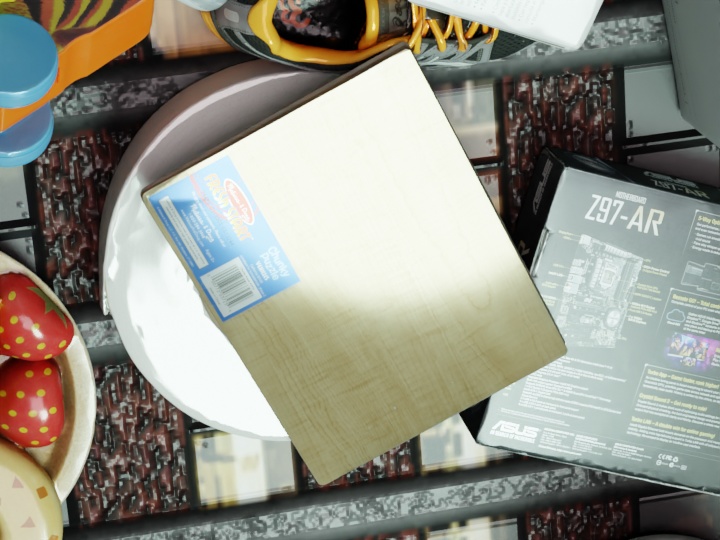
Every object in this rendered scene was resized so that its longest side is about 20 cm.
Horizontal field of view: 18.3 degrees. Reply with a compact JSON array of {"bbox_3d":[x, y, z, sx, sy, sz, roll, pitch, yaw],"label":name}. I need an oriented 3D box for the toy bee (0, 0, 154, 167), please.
[{"bbox_3d":[-0.191,-0.101,1.047,0.108,0.200,0.131,35,128,10],"label":"toy bee"}]

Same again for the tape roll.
[{"bbox_3d":[-0.036,-0.010,1.158,0.201,0.037,0.205,-4,110,-10],"label":"tape roll"}]

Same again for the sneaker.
[{"bbox_3d":[0.022,-0.130,1.109,0.198,0.077,0.079,-8,108,-11],"label":"sneaker"}]

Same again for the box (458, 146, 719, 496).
[{"bbox_3d":[0.170,0.034,1.213,0.198,0.044,0.162,12,105,-15],"label":"box"}]

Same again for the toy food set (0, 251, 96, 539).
[{"bbox_3d":[-0.234,0.076,1.139,0.196,0.049,0.201,16,105,-16],"label":"toy food set"}]

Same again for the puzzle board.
[{"bbox_3d":[0.000,0.000,1.127,0.150,0.017,0.201,-28,119,4],"label":"puzzle board"}]

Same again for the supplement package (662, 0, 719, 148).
[{"bbox_3d":[0.230,-0.117,1.090,0.116,0.200,0.118,-16,111,-6],"label":"supplement package"}]

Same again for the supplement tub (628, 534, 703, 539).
[{"bbox_3d":[0.184,0.246,1.203,0.144,0.200,0.146,-4,109,-10],"label":"supplement tub"}]

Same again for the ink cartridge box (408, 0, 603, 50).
[{"bbox_3d":[0.057,-0.213,1.007,0.175,0.045,0.201,14,121,-17],"label":"ink cartridge box"}]

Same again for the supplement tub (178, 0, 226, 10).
[{"bbox_3d":[-0.055,-0.232,1.033,0.122,0.123,0.200,35,99,-20],"label":"supplement tub"}]
